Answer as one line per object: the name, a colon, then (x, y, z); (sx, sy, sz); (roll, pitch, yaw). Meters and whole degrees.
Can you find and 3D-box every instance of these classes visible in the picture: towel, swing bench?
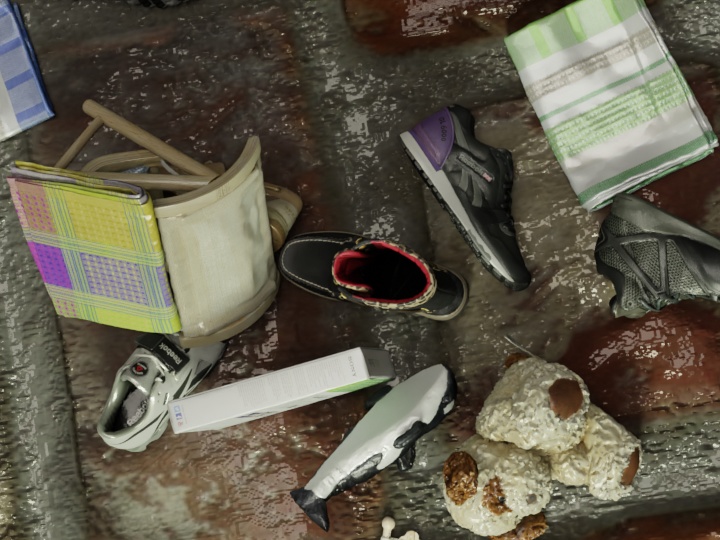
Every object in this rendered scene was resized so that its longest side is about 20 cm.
towel: (-0.443, -0.195, 1.766); (0.200, 0.024, 0.147); (-21, 82, 9)
swing bench: (-0.194, -0.038, 1.585); (0.200, 0.199, 0.130); (15, 50, 19)
towel: (-0.244, -0.018, 1.519); (0.143, 0.200, 0.023); (10, 50, 16)
towel: (0.246, -0.177, 1.614); (0.149, 0.031, 0.200); (-26, 80, 8)

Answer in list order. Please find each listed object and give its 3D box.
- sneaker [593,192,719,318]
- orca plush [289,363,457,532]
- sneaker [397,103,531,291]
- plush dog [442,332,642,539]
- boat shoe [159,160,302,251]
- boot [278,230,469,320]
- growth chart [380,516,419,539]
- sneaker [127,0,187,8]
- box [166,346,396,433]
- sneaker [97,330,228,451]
sneaker: (0.313, 0.015, 1.563); (0.199, 0.076, 0.114); (26, 93, 16)
orca plush: (0.030, 0.184, 1.608); (0.200, 0.105, 0.071); (-49, 118, -19)
sneaker: (0.125, -0.077, 1.612); (0.088, 0.076, 0.200); (-34, 79, 1)
plush dog: (0.146, 0.174, 1.552); (0.172, 0.200, 0.160); (-52, 44, -6)
boat shoe: (-0.156, -0.076, 1.679); (0.200, 0.071, 0.065); (19, 54, 18)
boot: (0.000, 0.000, 1.589); (0.200, 0.151, 0.073); (18, 89, 14)
growth chart: (0.099, 0.340, 1.609); (0.200, 0.018, 0.145); (14, 89, 13)
sneaker: (-0.261, -0.327, 1.717); (0.200, 0.075, 0.081); (9, 78, 12)
box: (-0.074, 0.118, 1.599); (0.200, 0.144, 0.036); (-15, 83, 10)
sneaker: (-0.201, 0.098, 1.658); (0.074, 0.089, 0.200); (30, 90, 14)
